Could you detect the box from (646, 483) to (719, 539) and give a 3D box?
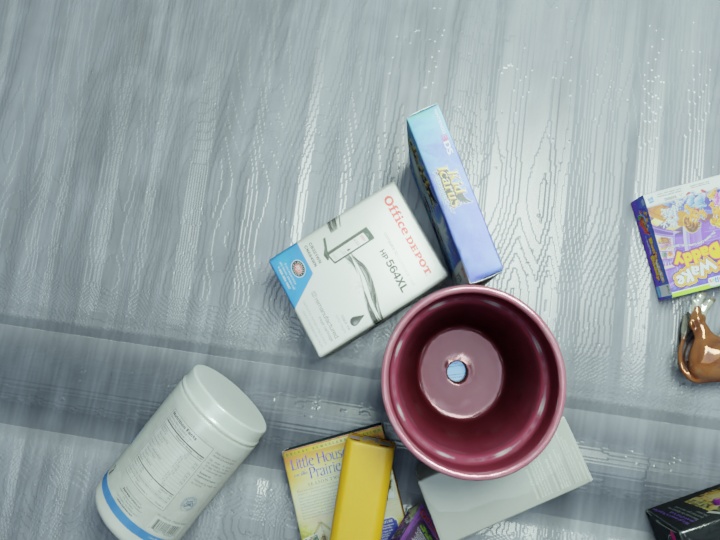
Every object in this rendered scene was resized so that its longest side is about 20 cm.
[{"bbox_3d":[0.470,0.325,0.709,0.194,0.106,0.126,-20,81,3],"label":"box"}]

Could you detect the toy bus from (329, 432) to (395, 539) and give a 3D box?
[{"bbox_3d":[-0.002,0.311,0.736,0.063,0.078,0.207,9,85,5],"label":"toy bus"}]

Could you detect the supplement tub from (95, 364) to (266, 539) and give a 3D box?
[{"bbox_3d":[-0.229,0.241,0.771,0.131,0.132,0.201,40,87,8],"label":"supplement tub"}]

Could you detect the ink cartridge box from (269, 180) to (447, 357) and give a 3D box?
[{"bbox_3d":[0.000,0.000,0.800,0.197,0.084,0.149,-32,81,2],"label":"ink cartridge box"}]

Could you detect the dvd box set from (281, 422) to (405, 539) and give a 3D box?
[{"bbox_3d":[-0.013,0.321,0.792,0.142,0.029,0.206,-16,83,3],"label":"dvd box set"}]

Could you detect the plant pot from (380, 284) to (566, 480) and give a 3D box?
[{"bbox_3d":[0.125,0.124,0.708,0.193,0.179,0.208,-1,84,6],"label":"plant pot"}]

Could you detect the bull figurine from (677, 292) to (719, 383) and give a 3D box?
[{"bbox_3d":[0.499,0.092,0.755,0.193,0.065,0.126,-1,77,0],"label":"bull figurine"}]

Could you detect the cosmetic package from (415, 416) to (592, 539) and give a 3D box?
[{"bbox_3d":[0.171,0.252,0.746,0.196,0.107,0.092,-27,82,3],"label":"cosmetic package"}]

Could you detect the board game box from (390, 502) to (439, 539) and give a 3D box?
[{"bbox_3d":[0.101,0.404,0.723,0.032,0.119,0.203,-36,85,33],"label":"board game box"}]

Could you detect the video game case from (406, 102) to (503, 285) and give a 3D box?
[{"bbox_3d":[0.111,-0.076,0.749,0.044,0.181,0.206,-20,82,2],"label":"video game case"}]

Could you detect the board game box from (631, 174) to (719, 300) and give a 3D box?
[{"bbox_3d":[0.475,-0.054,0.782,0.194,0.045,0.139,-15,82,3],"label":"board game box"}]

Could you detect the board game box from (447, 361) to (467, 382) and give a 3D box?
[{"bbox_3d":[0.148,0.130,0.805,0.193,0.019,0.107,-8,84,4],"label":"board game box"}]
